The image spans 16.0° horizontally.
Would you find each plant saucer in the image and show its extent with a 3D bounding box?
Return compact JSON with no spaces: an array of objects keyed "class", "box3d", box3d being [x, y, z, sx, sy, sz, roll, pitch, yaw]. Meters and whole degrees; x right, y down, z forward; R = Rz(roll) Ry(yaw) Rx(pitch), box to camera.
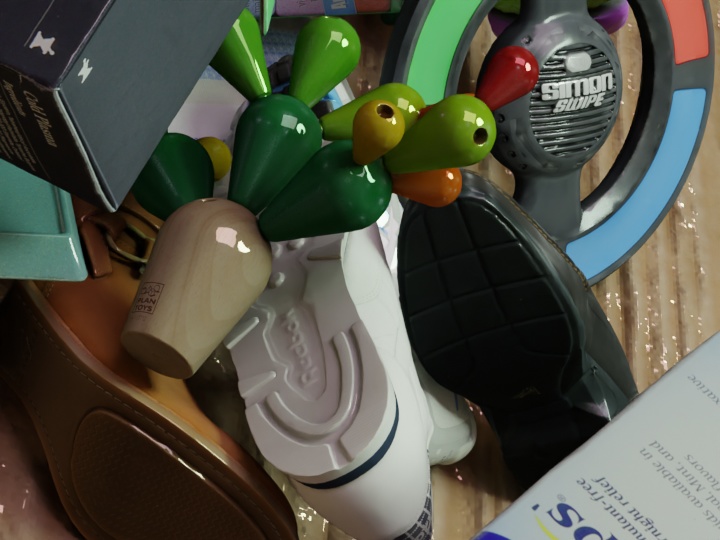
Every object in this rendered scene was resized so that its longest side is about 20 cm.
[{"class":"plant saucer","box3d":[-0.152,-0.049,1.032,0.069,0.019,0.200,3,25,-13]}]

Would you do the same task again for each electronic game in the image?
[{"class":"electronic game","box3d":[0.089,-0.081,1.184,0.199,0.201,0.042,-2,16,-37]}]

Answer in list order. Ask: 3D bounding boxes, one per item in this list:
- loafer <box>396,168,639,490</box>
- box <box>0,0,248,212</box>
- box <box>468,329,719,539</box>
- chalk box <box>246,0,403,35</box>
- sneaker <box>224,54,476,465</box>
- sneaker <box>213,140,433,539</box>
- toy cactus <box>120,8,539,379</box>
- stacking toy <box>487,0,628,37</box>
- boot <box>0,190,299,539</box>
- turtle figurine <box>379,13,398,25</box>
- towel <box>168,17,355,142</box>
[{"class":"loafer","box3d":[0.067,0.021,1.082,0.200,0.072,0.073,61,23,-43]},{"class":"box","box3d":[-0.124,-0.156,0.941,0.181,0.104,0.201,26,73,18]},{"class":"box","box3d":[0.076,0.145,0.937,0.105,0.184,0.200,46,41,10]},{"class":"chalk box","box3d":[-0.042,-0.196,1.183,0.123,0.125,0.201,-3,47,-8]},{"class":"sneaker","box3d":[0.000,0.000,1.119,0.086,0.075,0.201,7,62,-46]},{"class":"sneaker","box3d":[-0.014,0.024,1.024,0.081,0.076,0.201,50,22,-43]},{"class":"toy cactus","box3d":[-0.041,-0.039,0.977,0.199,0.102,0.166,11,59,31]},{"class":"stacking toy","box3d":[0.092,-0.146,1.255,0.109,0.201,0.116,9,26,34]},{"class":"boot","box3d":[-0.090,0.030,1.032,0.199,0.077,0.155,29,35,4]},{"class":"turtle figurine","box3d":[0.067,-0.204,1.351,0.200,0.101,0.150,-27,60,-38]},{"class":"towel","box3d":[-0.082,-0.113,1.209,0.146,0.024,0.201,0,49,-33]}]
